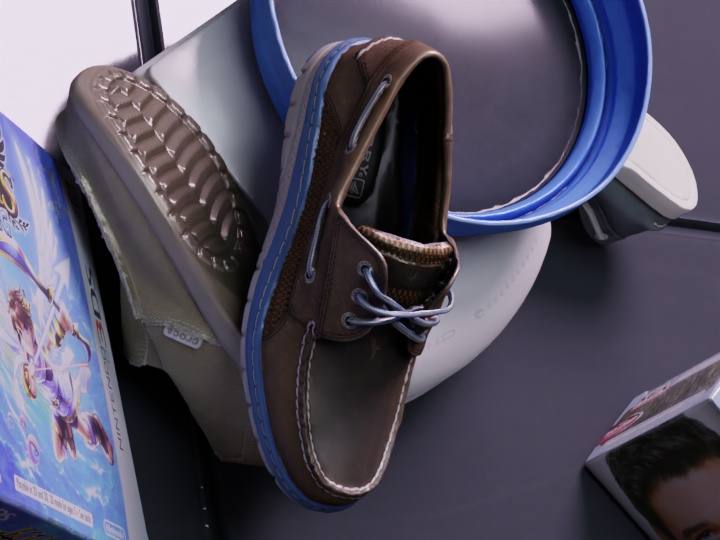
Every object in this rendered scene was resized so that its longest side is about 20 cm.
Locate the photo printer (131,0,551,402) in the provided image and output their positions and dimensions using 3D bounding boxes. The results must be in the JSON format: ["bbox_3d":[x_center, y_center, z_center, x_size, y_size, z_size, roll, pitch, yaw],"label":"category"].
[{"bbox_3d":[-0.008,-0.039,1.151,0.200,0.069,0.166,52,48,-2],"label":"photo printer"}]

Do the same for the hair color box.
[{"bbox_3d":[0.215,0.135,1.206,0.200,0.099,0.061,49,49,-5],"label":"hair color box"}]

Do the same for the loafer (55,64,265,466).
[{"bbox_3d":[-0.078,0.006,1.062,0.200,0.068,0.076,59,25,-7],"label":"loafer"}]

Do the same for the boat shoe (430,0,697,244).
[{"bbox_3d":[0.084,-0.079,1.227,0.200,0.062,0.073,37,38,-28],"label":"boat shoe"}]

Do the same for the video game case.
[{"bbox_3d":[-0.147,0.020,0.957,0.200,0.045,0.182,48,27,-69],"label":"video game case"}]

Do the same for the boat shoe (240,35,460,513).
[{"bbox_3d":[0.000,0.000,1.016,0.072,0.072,0.201,6,84,-34],"label":"boat shoe"}]

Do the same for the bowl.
[{"bbox_3d":[0.040,-0.109,1.132,0.200,0.039,0.201,9,69,-25],"label":"bowl"}]
